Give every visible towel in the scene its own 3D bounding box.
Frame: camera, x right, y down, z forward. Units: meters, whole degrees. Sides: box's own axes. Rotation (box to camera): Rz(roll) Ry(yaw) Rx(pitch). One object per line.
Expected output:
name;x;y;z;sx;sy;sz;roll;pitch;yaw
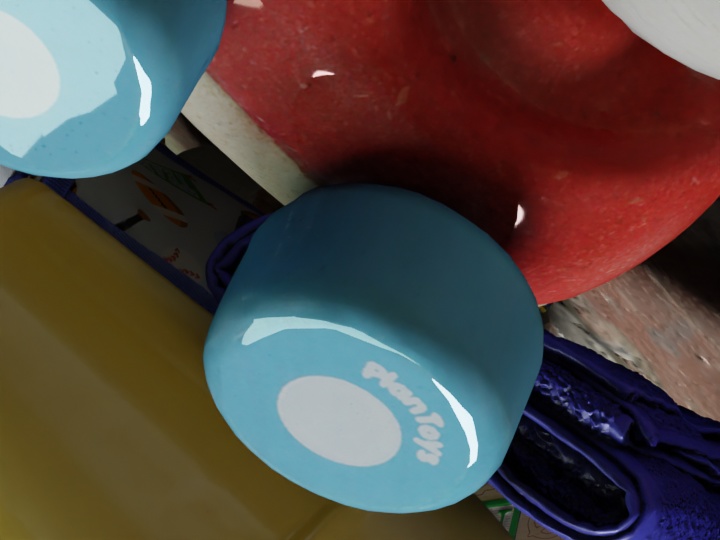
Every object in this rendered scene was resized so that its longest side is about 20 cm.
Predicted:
towel;0.057;0.039;0.749;0.147;0.050;0.200;33;-178;27

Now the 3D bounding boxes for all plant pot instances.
plant pot;-0.080;0.086;0.735;0.189;0.201;0.201;48;166;0

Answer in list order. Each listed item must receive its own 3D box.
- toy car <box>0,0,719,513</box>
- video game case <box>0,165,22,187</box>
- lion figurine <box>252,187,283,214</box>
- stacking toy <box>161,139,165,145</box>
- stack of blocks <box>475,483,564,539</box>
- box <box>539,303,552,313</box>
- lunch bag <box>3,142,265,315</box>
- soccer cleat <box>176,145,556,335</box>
toy car;0.048;-0.087;0.467;0.199;0.185;0.177;-21;121;41
video game case;-0.128;0.017;1.028;0.142;0.019;0.200;-25;113;33
lion figurine;-0.029;-0.070;0.856;0.200;0.073;0.122;34;165;-37
stacking toy;-0.070;0.007;1.137;0.116;0.109;0.201;41;160;52
stack of blocks;0.013;0.141;1.081;0.199;0.116;0.059;-11;135;31
box;0.003;-0.082;0.699;0.064;0.070;0.200;23;157;54
lunch bag;-0.064;0.035;0.893;0.170;0.124;0.200;36;163;-9
soccer cleat;0.000;0.000;0.983;0.200;0.068;0.086;40;147;26
